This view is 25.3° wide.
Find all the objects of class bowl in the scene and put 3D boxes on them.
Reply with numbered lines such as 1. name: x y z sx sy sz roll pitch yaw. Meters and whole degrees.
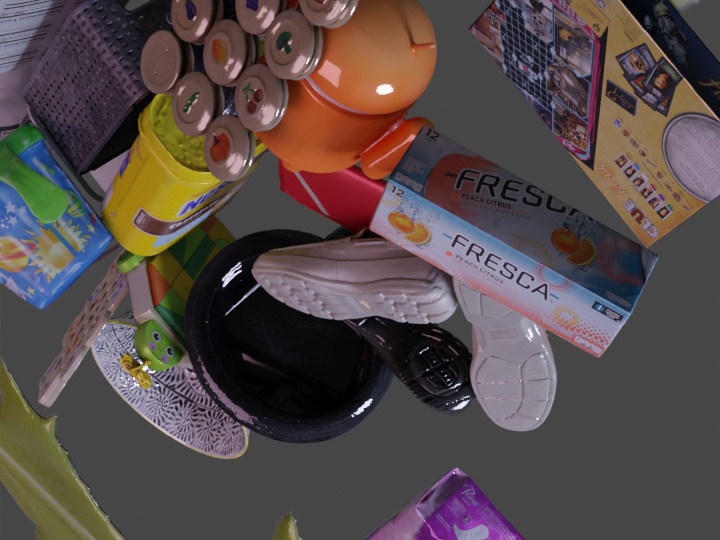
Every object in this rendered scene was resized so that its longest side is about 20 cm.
1. bowl: -0.173 0.093 1.661 0.200 0.094 0.201 27 149 18

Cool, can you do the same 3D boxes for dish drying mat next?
1. dish drying mat: 0.017 -0.047 1.333 0.200 0.018 0.077 29 145 17

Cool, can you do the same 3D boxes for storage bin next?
1. storage bin: -0.199 -0.180 1.411 0.094 0.135 0.200 55 148 -1

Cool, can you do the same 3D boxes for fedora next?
1. fedora: -0.062 0.062 1.475 0.201 0.200 0.092 50 178 6

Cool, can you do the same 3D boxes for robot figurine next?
1. robot figurine: -0.014 -0.148 1.221 0.200 0.116 0.144 136 130 -57

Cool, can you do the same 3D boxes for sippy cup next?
1. sippy cup: -0.303 -0.041 1.462 0.130 0.140 0.178 44 -167 -4

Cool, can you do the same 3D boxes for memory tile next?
1. memory tile: -0.087 -0.179 1.183 0.200 0.017 0.153 -54 55 30

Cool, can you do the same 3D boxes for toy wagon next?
1. toy wagon: -0.161 0.033 1.503 0.040 0.200 0.155 -26 113 35

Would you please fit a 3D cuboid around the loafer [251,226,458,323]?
1. loafer: 0.000 0.000 1.324 0.200 0.070 0.070 5 148 33

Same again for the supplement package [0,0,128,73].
1. supplement package: -0.297 -0.298 1.385 0.200 0.147 0.192 -34 77 58

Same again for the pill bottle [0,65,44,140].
1. pill bottle: -0.383 -0.179 1.671 0.120 0.120 0.200 44 147 15

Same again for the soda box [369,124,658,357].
1. soda box: 0.110 -0.022 1.175 0.200 0.064 0.068 29 145 3

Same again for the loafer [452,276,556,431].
1. loafer: 0.121 0.044 1.292 0.072 0.063 0.200 -1 134 18

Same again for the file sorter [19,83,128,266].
1. file sorter: -0.268 -0.100 1.590 0.139 0.124 0.200 52 149 4

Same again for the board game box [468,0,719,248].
1. board game box: 0.173 -0.125 1.074 0.200 0.035 0.135 52 148 3

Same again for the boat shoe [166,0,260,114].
1. boat shoe: -0.115 -0.208 1.265 0.074 0.062 0.201 10 100 15

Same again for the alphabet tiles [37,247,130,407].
1. alphabet tiles: -0.257 0.041 1.583 0.015 0.200 0.196 33 -178 -14

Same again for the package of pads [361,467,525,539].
1. package of pads: 0.074 0.279 1.550 0.121 0.076 0.200 48 148 4

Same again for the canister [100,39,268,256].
1. canister: -0.142 -0.102 1.404 0.087 0.148 0.200 50 150 2

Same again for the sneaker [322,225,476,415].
1. sneaker: 0.030 0.049 1.394 0.200 0.076 0.091 56 175 18
